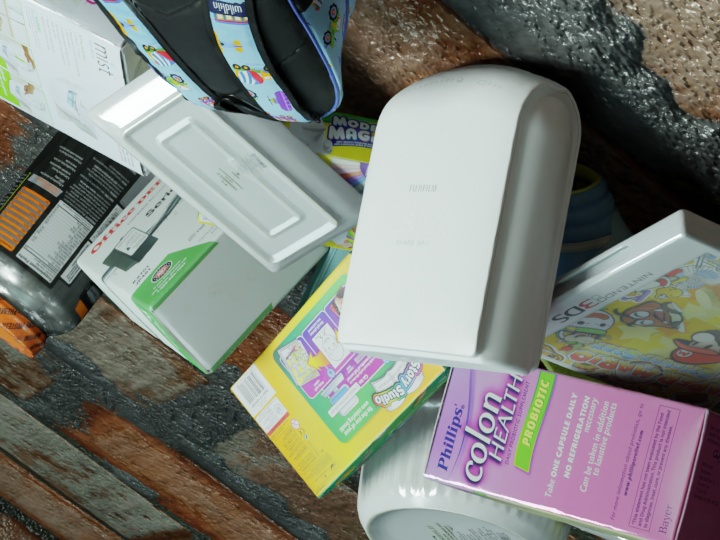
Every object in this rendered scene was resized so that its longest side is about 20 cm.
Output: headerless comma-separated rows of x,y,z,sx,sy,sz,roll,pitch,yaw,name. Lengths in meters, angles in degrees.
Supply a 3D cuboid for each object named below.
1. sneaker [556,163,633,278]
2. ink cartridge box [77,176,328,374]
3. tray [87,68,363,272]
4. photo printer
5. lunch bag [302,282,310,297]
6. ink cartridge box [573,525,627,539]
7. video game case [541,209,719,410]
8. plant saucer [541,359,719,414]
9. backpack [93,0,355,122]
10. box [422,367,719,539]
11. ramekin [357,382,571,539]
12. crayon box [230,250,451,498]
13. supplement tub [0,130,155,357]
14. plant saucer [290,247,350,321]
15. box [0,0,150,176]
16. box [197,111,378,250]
0.107,-0.019,1.386,0.199,0.080,0.131,-13,108,35,sneaker
-0.136,-0.013,1.633,0.083,0.147,0.200,47,169,-26,ink cartridge box
-0.090,-0.070,1.397,0.107,0.022,0.200,-30,126,29,tray
0.066,-0.037,1.304,0.069,0.202,0.166,15,174,-36,photo printer
0.036,0.066,1.722,0.175,0.082,0.201,21,154,37,lunch bag
0.238,0.184,1.579,0.144,0.084,0.200,14,173,33,ink cartridge box
0.218,0.035,1.302,0.199,0.023,0.182,21,145,-32,video game case
0.218,0.059,1.487,0.199,0.048,0.200,11,148,44,plant saucer
-0.081,-0.191,1.244,0.181,0.135,0.200,8,148,33,backpack
0.178,0.138,1.401,0.199,0.098,0.176,11,172,33,box
0.090,0.187,1.661,0.198,0.106,0.201,12,151,7,ramekin
-0.006,0.077,1.571,0.119,0.058,0.200,50,130,9,crayon box
-0.266,-0.030,1.745,0.122,0.201,0.123,35,167,10,supplement tub
0.000,0.000,1.584,0.070,0.019,0.201,31,129,5,plant saucer
-0.222,-0.188,1.513,0.175,0.097,0.200,27,157,12,box
-0.015,-0.066,1.455,0.198,0.049,0.118,12,146,-5,box
